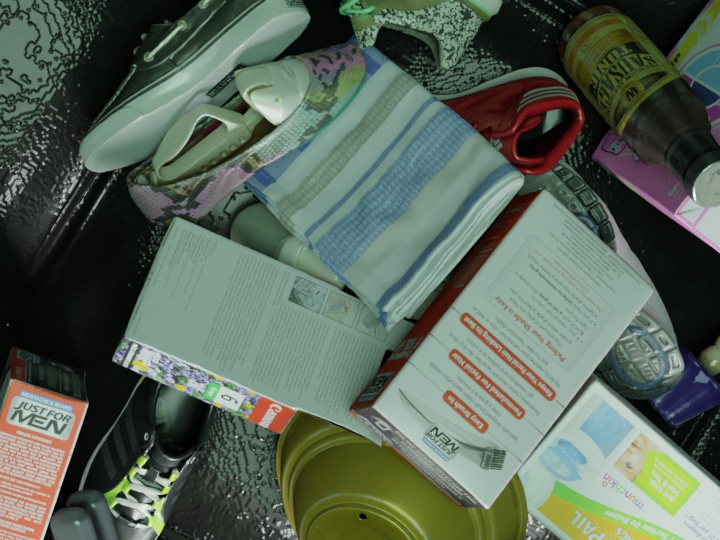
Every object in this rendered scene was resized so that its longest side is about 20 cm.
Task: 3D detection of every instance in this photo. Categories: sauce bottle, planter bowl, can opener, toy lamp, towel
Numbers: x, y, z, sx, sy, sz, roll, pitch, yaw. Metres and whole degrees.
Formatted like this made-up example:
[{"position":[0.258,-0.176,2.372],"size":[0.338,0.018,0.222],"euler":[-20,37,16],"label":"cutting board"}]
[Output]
[{"position":[0.210,-0.118,1.654],"size":[0.066,0.200,0.066],"euler":[-14,129,-18],"label":"sauce bottle"},{"position":[0.016,0.186,1.691],"size":[0.200,0.084,0.201],"euler":[12,125,17],"label":"planter bowl"},{"position":[-0.196,0.260,1.718],"size":[0.066,0.053,0.201],"euler":[-1,115,21],"label":"can opener"},{"position":[0.302,0.042,1.767],"size":[0.200,0.058,0.058],"euler":[-42,103,2],"label":"toy lamp"},{"position":[0.010,-0.068,1.658],"size":[0.147,0.200,0.024],"euler":[-48,147,3],"label":"towel"}]

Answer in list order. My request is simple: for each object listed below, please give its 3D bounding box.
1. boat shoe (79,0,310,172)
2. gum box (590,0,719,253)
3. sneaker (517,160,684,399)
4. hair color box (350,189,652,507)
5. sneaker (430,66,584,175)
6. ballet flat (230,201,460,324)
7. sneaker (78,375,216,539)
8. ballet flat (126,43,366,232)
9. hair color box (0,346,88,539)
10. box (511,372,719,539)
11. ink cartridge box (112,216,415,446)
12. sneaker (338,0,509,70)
[{"position":[-0.129,-0.149,1.676],"size":[0.200,0.071,0.064],"euler":[-37,70,8],"label":"boat shoe"},{"position":[0.277,-0.127,1.696],"size":[0.066,0.113,0.200],"euler":[34,95,-38],"label":"gum box"},{"position":[0.176,0.001,1.729],"size":[0.074,0.087,0.200],"euler":[-24,107,17],"label":"sneaker"},{"position":[0.099,0.055,1.622],"size":[0.111,0.064,0.200],"euler":[42,74,-10],"label":"hair color box"},{"position":[0.069,-0.093,1.681],"size":[0.199,0.116,0.079],"euler":[-26,103,-2],"label":"sneaker"},{"position":[0.000,0.000,1.713],"size":[0.199,0.064,0.068],"euler":[19,109,-11],"label":"ballet flat"},{"position":[-0.157,0.135,1.709],"size":[0.071,0.083,0.201],"euler":[21,97,-10],"label":"sneaker"},{"position":[-0.087,-0.105,1.669],"size":[0.200,0.069,0.071],"euler":[-37,135,11],"label":"ballet flat"},{"position":[-0.259,0.168,1.687],"size":[0.064,0.111,0.201],"euler":[19,97,-11],"label":"hair color box"},{"position":[0.205,0.174,1.755],"size":[0.200,0.101,0.113],"euler":[39,93,-12],"label":"box"},{"position":[-0.067,0.052,1.665],"size":[0.199,0.050,0.109],"euler":[24,59,-6],"label":"ink cartridge box"},{"position":[0.007,-0.207,1.667],"size":[0.199,0.077,0.089],"euler":[25,87,-10],"label":"sneaker"}]
